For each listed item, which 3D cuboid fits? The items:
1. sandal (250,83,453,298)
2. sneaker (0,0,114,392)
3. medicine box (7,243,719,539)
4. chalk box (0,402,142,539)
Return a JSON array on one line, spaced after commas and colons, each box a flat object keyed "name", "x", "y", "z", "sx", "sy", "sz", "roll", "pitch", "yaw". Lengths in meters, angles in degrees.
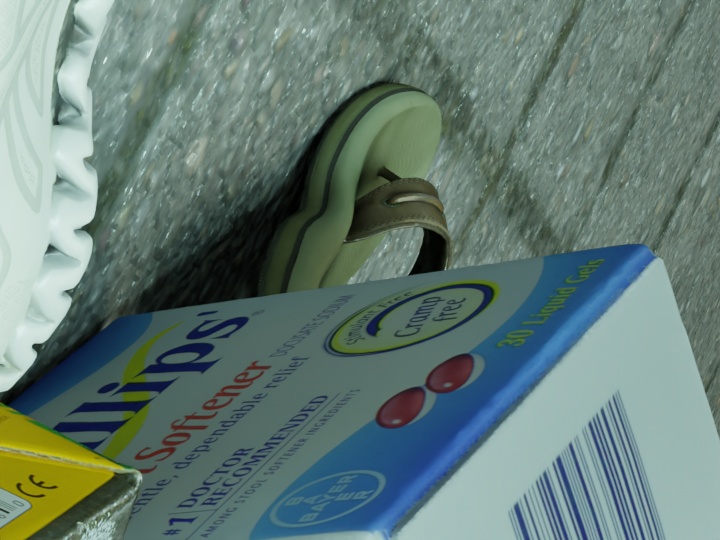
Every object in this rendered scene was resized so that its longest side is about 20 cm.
[{"name": "sandal", "x": 0.000, "y": 0.001, "z": 0.981, "sx": 0.201, "sy": 0.057, "sz": 0.080, "roll": -63, "pitch": 170, "yaw": -59}, {"name": "sneaker", "x": -0.096, "y": -0.051, "z": 0.640, "sx": 0.081, "sy": 0.075, "sz": 0.200, "roll": 3, "pitch": 110, "yaw": -58}, {"name": "medicine box", "x": -0.023, "y": 0.083, "z": 0.777, "sx": 0.182, "sy": 0.200, "sz": 0.103, "roll": -41, "pitch": 118, "yaw": -53}, {"name": "chalk box", "x": -0.151, "y": 0.120, "z": 0.608, "sx": 0.124, "sy": 0.124, "sz": 0.200, "roll": -32, "pitch": 145, "yaw": -63}]
